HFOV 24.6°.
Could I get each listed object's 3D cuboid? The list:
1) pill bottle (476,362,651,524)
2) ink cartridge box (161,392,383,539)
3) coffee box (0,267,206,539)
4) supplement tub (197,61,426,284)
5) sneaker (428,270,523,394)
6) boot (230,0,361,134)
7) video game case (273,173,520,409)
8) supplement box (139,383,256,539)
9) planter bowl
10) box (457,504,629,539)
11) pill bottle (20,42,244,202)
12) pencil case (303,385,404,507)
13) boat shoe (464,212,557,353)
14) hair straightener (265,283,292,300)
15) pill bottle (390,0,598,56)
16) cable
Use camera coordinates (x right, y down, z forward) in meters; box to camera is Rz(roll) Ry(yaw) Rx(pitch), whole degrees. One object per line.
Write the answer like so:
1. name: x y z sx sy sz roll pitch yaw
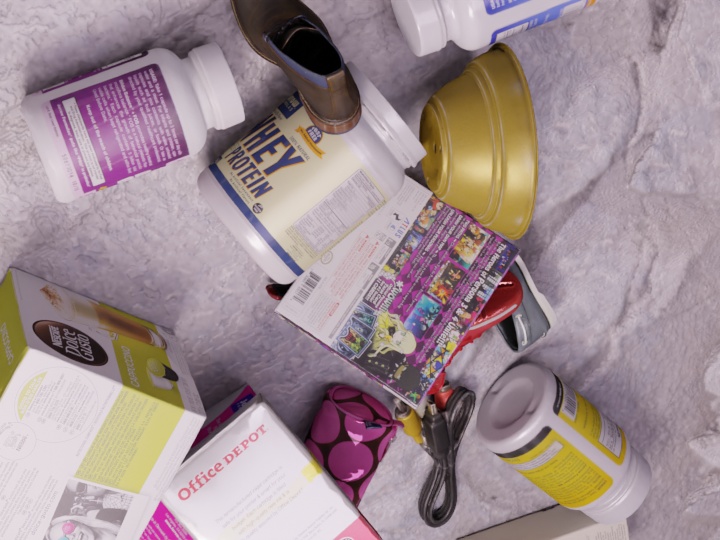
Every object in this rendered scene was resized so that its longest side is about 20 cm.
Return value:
1. pill bottle: 0.237 0.204 1.898 0.200 0.114 0.114 39 96 -27
2. ink cartridge box: -0.093 0.246 1.686 0.145 0.083 0.200 -40 95 -3
3. coffee box: -0.299 0.150 1.652 0.197 0.200 0.200 25 103 -24
4. supplement tub: -0.047 -0.100 1.659 0.200 0.145 0.145 -40 118 1
5. sneaker: 0.095 0.068 1.806 0.199 0.079 0.116 -19 144 15
6. boot: -0.063 -0.230 1.571 0.075 0.200 0.097 -34 162 -10
7. video game case: 0.038 0.012 1.720 0.181 0.036 0.200 33 81 5
8. supplement box: -0.169 0.231 1.784 0.200 0.101 0.104 -32 116 -4
9. planter bowl: 0.109 -0.127 1.669 0.083 0.200 0.201 -6 114 -13
10. box: 0.220 0.338 1.975 0.199 0.068 0.082 -16 116 -11
11. pill bottle: -0.218 -0.149 1.601 0.199 0.112 0.113 -21 117 -8
12. pencil case: -0.031 0.234 1.837 0.093 0.091 0.201 21 108 -11
13. boat shoe: 0.145 0.012 1.806 0.062 0.073 0.200 -46 124 -12
14. hair straightener: 0.000 0.000 1.775 0.199 0.041 0.077 6 110 -19
15. pill bottle: 0.135 -0.289 1.658 0.199 0.112 0.112 -21 117 -8
16. cable: 0.090 0.201 1.903 0.097 0.050 0.201 -28 132 -24
